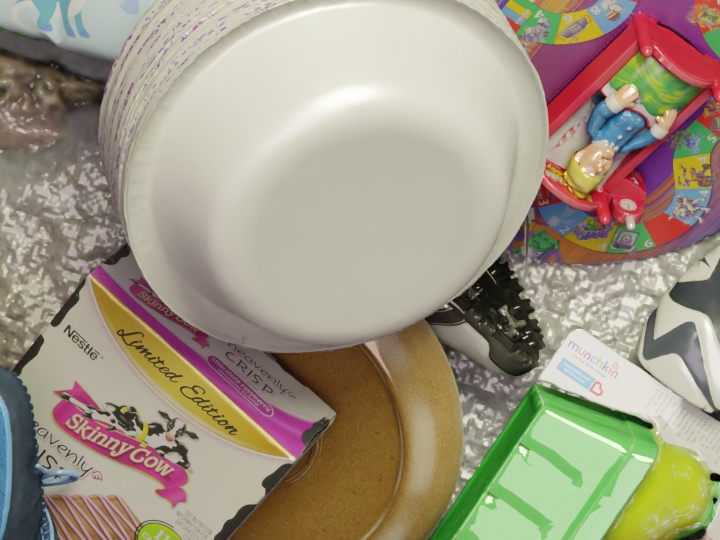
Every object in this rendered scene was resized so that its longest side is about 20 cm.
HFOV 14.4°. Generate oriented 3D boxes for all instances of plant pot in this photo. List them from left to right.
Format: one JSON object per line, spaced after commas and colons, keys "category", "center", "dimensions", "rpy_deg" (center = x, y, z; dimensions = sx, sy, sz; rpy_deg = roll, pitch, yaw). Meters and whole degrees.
{"category": "plant pot", "center": [-0.047, 0.075, 1.431], "dimensions": [0.199, 0.027, 0.201], "rpy_deg": [8, 114, 18]}

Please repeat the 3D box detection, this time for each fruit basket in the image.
{"category": "fruit basket", "center": [0.138, 0.155, 1.443], "dimensions": [0.200, 0.094, 0.186], "rpy_deg": [31, 97, -12]}

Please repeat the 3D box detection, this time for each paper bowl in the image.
{"category": "paper bowl", "center": [-0.012, -0.048, 1.287], "dimensions": [0.200, 0.105, 0.201], "rpy_deg": [-9, 128, -12]}

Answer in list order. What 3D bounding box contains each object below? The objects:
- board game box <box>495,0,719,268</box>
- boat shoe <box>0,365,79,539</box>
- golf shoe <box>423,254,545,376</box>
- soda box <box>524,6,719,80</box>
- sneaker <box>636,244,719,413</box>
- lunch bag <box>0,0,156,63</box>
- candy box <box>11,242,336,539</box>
{"category": "board game box", "center": [0.127, -0.065, 1.379], "dimensions": [0.157, 0.039, 0.201], "rpy_deg": [-8, 133, 2]}
{"category": "boat shoe", "center": [-0.184, 0.126, 1.384], "dimensions": [0.084, 0.069, 0.201], "rpy_deg": [30, 125, 25]}
{"category": "golf shoe", "center": [0.000, 0.000, 1.444], "dimensions": [0.200, 0.078, 0.095], "rpy_deg": [38, 115, 1]}
{"category": "soda box", "center": [0.136, -0.130, 1.408], "dimensions": [0.199, 0.063, 0.070], "rpy_deg": [-11, 67, 5]}
{"category": "sneaker", "center": [0.251, 0.040, 1.417], "dimensions": [0.199, 0.079, 0.130], "rpy_deg": [34, 105, 10]}
{"category": "lunch bag", "center": [-0.085, -0.195, 1.373], "dimensions": [0.169, 0.127, 0.201], "rpy_deg": [19, 97, 26]}
{"category": "candy box", "center": [-0.125, 0.100, 1.420], "dimensions": [0.136, 0.061, 0.200], "rpy_deg": [41, 119, 2]}
